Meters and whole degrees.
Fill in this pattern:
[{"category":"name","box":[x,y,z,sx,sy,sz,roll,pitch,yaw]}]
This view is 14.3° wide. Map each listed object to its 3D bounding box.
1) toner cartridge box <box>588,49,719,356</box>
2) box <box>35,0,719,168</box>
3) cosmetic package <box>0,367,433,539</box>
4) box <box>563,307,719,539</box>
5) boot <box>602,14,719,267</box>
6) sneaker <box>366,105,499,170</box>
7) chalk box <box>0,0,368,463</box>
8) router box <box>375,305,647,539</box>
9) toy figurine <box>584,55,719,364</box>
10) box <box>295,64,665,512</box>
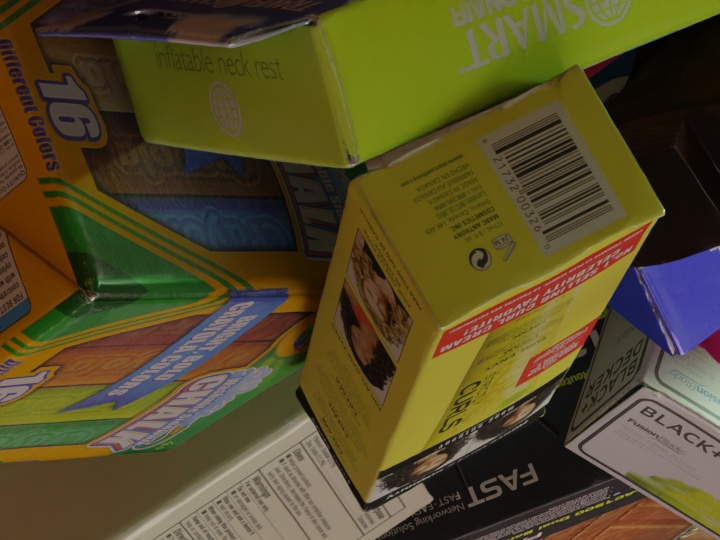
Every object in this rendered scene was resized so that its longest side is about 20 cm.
[{"category":"toner cartridge box","box":[0.148,-0.063,0.929,0.200,0.095,0.043,-37,128,-10]},{"category":"box","box":[0.023,-0.077,0.812,0.199,0.048,0.122,-23,-164,-28]},{"category":"cosmetic package","box":[-0.084,0.094,1.052,0.199,0.073,0.104,-34,145,-3]},{"category":"box","box":[0.164,0.008,1.133,0.116,0.201,0.060,30,143,-13]},{"category":"boot","box":[0.158,-0.095,0.874,0.185,0.200,0.064,-9,126,29]},{"category":"sneaker","box":[0.000,0.000,1.118,0.199,0.090,0.078,-24,164,2]},{"category":"chalk box","box":[-0.076,-0.018,0.911,0.124,0.124,0.199,-34,159,33]},{"category":"router box","box":[0.062,0.033,1.193,0.199,0.151,0.062,-21,162,-8]},{"category":"toy figurine","box":[0.163,-0.037,1.046,0.199,0.185,0.150,-11,156,-38]},{"category":"box","box":[0.029,0.011,0.832,0.075,0.050,0.200,-27,166,-15]}]
